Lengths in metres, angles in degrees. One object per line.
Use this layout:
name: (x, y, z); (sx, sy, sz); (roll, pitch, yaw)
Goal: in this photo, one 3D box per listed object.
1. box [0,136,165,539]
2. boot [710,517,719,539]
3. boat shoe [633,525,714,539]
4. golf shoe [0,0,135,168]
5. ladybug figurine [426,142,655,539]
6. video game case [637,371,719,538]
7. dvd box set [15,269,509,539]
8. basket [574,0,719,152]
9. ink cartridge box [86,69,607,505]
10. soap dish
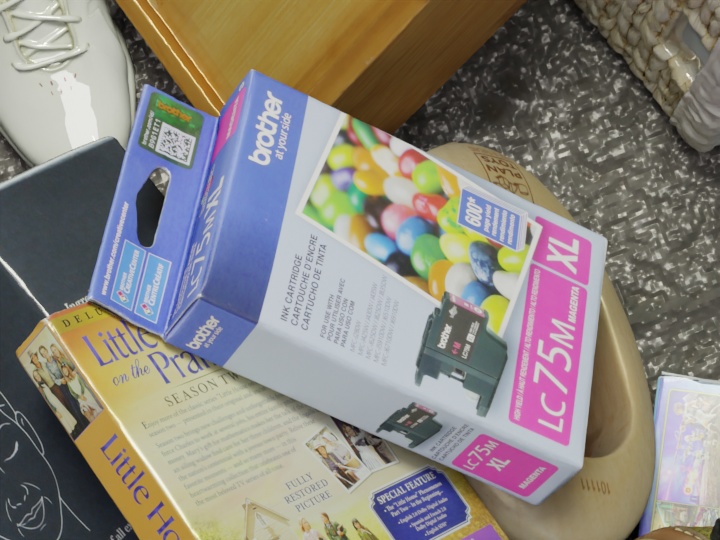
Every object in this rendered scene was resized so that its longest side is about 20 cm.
box: (-0.107, 0.075, 0.991); (0.200, 0.107, 0.148); (50, 126, 6)
boot: (0.217, 0.182, 0.913); (0.158, 0.079, 0.212); (-1, 65, -39)
boat shoe: (0.087, 0.170, 0.999); (0.200, 0.068, 0.072); (-38, 77, 39)
golf shoe: (-0.153, -0.133, 1.062); (0.075, 0.092, 0.200); (-19, 84, -2)
ladybug figurine: (0.056, 0.038, 1.024); (0.136, 0.072, 0.200); (12, 54, -37)
video game case: (0.205, 0.155, 1.025); (0.181, 0.045, 0.201); (7, 82, 12)
dvd box set: (-0.022, 0.086, 0.907); (0.200, 0.146, 0.029); (54, 128, 12)
basket: (0.173, -0.183, 1.007); (0.200, 0.198, 0.161); (-43, 84, -7)
ink cartridge box: (0.000, 0.000, 0.932); (0.200, 0.042, 0.120); (23, 49, -14)
soap dish: (-0.020, -0.138, 1.011); (0.081, 0.200, 0.158); (-29, 80, -44)
